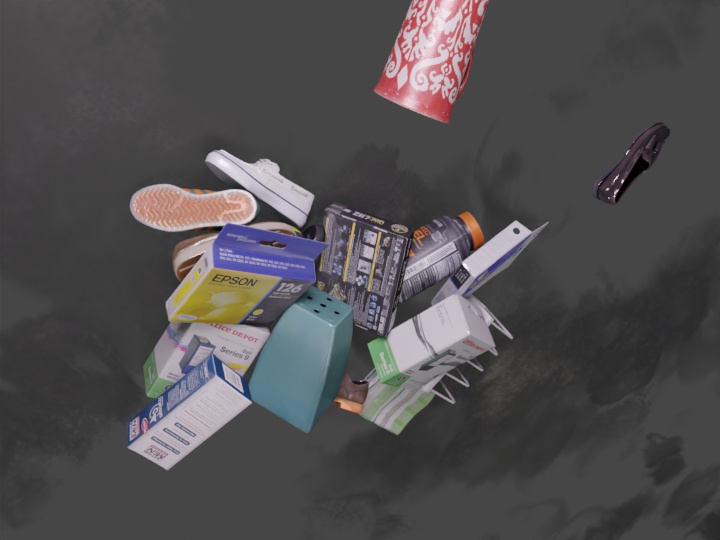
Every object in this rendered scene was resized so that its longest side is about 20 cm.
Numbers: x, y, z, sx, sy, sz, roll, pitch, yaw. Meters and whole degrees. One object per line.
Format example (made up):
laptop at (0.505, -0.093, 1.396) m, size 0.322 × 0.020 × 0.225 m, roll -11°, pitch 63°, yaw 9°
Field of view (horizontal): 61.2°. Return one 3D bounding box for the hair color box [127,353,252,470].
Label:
hair color box at (-0.294, 0.244, 1.047) m, size 0.198 × 0.061 × 0.100 m, roll -38°, pitch 128°, yaw 5°

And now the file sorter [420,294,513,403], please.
file sorter at (0.202, 0.154, 1.282) m, size 0.123 × 0.139 × 0.201 m, roll 31°, pitch 104°, yaw -39°

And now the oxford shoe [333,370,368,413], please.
oxford shoe at (-0.068, 0.230, 1.258) m, size 0.197 × 0.071 × 0.075 m, roll 26°, pitch 86°, yaw -31°

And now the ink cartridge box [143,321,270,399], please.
ink cartridge box at (-0.274, 0.141, 1.082) m, size 0.143 × 0.088 × 0.202 m, roll 26°, pitch 106°, yaw -34°

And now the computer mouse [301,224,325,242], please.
computer mouse at (-0.123, -0.001, 1.072) m, size 0.034 × 0.059 × 0.200 m, roll 29°, pitch 115°, yaw -35°

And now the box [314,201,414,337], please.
box at (0.000, 0.000, 1.085) m, size 0.157 × 0.049 × 0.205 m, roll 19°, pitch 119°, yaw 15°

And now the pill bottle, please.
pill bottle at (0.135, -0.033, 1.151) m, size 0.197 × 0.107 × 0.108 m, roll -29°, pitch 128°, yaw -6°

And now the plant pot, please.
plant pot at (-0.095, 0.147, 1.098) m, size 0.139 × 0.141 × 0.204 m, roll 27°, pitch 116°, yaw 11°

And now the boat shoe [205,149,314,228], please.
boat shoe at (-0.157, -0.145, 0.977) m, size 0.199 × 0.073 × 0.068 m, roll 35°, pitch 78°, yaw -40°

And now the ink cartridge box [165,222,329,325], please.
ink cartridge box at (-0.171, 0.018, 0.947) m, size 0.194 × 0.048 × 0.199 m, roll 9°, pitch 141°, yaw -43°

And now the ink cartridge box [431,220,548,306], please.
ink cartridge box at (0.240, -0.012, 1.155) m, size 0.198 × 0.044 × 0.199 m, roll -33°, pitch 165°, yaw -22°

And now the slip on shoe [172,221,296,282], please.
slip on shoe at (-0.198, -0.038, 0.958) m, size 0.195 × 0.061 × 0.077 m, roll -20°, pitch 134°, yaw -11°

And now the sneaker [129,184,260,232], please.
sneaker at (-0.254, -0.092, 0.953) m, size 0.194 × 0.080 × 0.074 m, roll 2°, pitch 87°, yaw -2°

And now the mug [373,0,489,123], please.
mug at (0.118, -0.354, 0.950) m, size 0.131 × 0.178 × 0.204 m, roll 23°, pitch 109°, yaw 5°

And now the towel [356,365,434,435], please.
towel at (0.072, 0.291, 1.376) m, size 0.149 × 0.031 × 0.199 m, roll -45°, pitch 128°, yaw 8°

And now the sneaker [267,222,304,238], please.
sneaker at (-0.184, -0.015, 1.018) m, size 0.195 × 0.082 × 0.074 m, roll -21°, pitch 155°, yaw -7°

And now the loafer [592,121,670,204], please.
loafer at (0.576, -0.217, 1.267) m, size 0.200 × 0.063 × 0.072 m, roll -47°, pitch 128°, yaw 8°

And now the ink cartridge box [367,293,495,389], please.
ink cartridge box at (0.135, 0.139, 1.145) m, size 0.198 × 0.086 × 0.145 m, roll -32°, pitch 151°, yaw 21°
